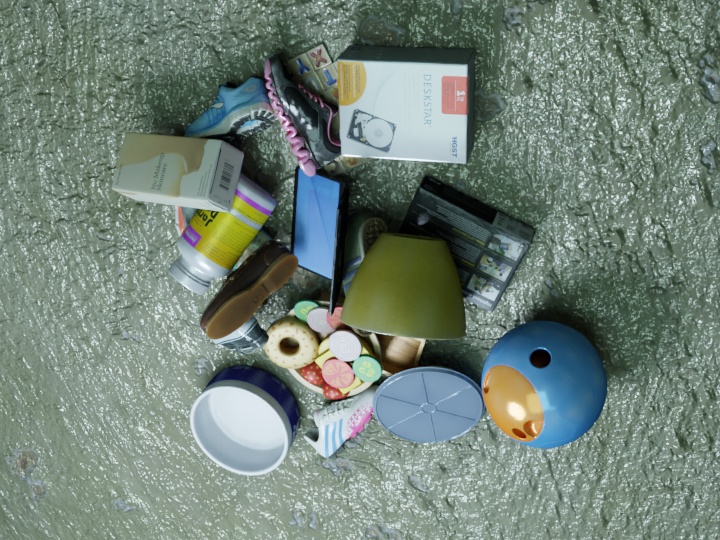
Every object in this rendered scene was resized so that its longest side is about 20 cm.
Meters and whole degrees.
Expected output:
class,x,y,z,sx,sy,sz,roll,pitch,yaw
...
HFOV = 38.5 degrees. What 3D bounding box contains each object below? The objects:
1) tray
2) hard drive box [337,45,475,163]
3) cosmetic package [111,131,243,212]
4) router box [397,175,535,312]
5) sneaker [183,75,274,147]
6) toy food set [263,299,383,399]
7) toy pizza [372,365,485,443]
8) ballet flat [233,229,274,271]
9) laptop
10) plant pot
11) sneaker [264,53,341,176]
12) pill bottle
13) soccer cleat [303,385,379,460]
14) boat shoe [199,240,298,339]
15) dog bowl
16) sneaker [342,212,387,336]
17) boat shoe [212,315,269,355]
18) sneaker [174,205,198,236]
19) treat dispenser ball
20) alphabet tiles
class,x,y,z,sx,sy,sz,roll,pitch,yaw
tray,0.013,0.116,1.804,0.198,0.037,0.099,21,122,8
hard drive box,0.071,-0.253,1.558,0.198,0.077,0.158,4,118,14
cosmetic package,-0.296,-0.160,1.665,0.198,0.071,0.106,7,81,28
router box,0.159,-0.042,1.658,0.198,0.051,0.150,27,124,4
sneaker,-0.212,-0.255,1.670,0.199,0.078,0.091,-18,69,39
toy food set,-0.057,0.137,1.790,0.197,0.049,0.200,-35,101,30
toy pizza,0.120,0.231,1.809,0.198,0.032,0.202,1,132,1
ballet flat,-0.199,0.016,1.804,0.070,0.071,0.201,26,120,4
laptop,-0.074,-0.052,1.647,0.102,0.200,0.179,6,113,3
plant pot,0.073,0.018,1.597,0.198,0.200,0.144,8,96,15
sneaker,-0.086,-0.254,1.622,0.095,0.079,0.202,-23,110,5
pill bottle,-0.234,-0.062,1.710,0.104,0.104,0.201,35,95,-2
soccer cleat,-0.035,0.268,1.881,0.086,0.070,0.200,36,123,-3
boat shoe,-0.193,0.030,1.707,0.070,0.200,0.071,35,157,32
dog bowl,-0.217,0.283,1.947,0.198,0.079,0.202,8,119,15
sneaker,0.000,0.000,1.711,0.090,0.066,0.203,30,121,55
boat shoe,-0.211,0.119,1.808,0.071,0.072,0.200,50,165,-9
sneaker,-0.272,-0.105,1.762,0.081,0.077,0.202,-9,114,16
treat dispenser ball,0.292,0.182,1.645,0.198,0.201,0.203,8,120,15
alphabet tiles,-0.054,-0.252,1.646,0.165,0.006,0.201,-20,109,26
